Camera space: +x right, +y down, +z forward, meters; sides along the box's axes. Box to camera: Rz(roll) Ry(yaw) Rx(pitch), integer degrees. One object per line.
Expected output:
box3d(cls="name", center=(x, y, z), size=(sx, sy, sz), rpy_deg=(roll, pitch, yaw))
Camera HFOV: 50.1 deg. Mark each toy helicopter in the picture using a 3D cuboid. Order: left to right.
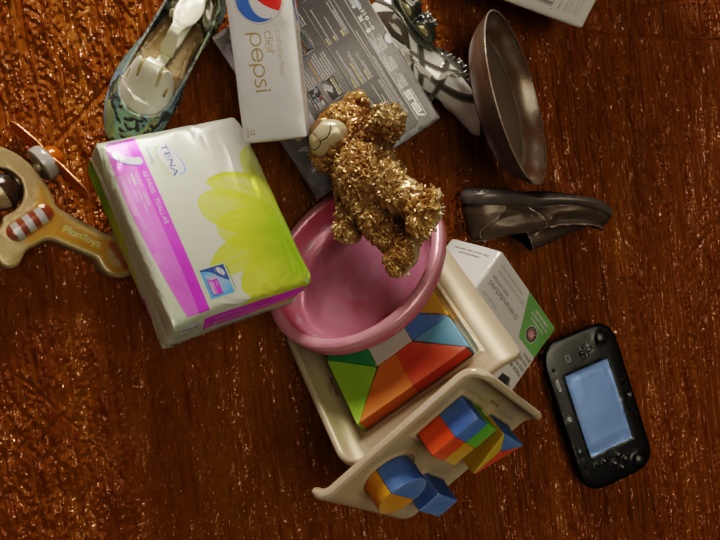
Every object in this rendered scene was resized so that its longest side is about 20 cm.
box3d(cls="toy helicopter", center=(-0.300, -0.056, 0.738), size=(0.200, 0.079, 0.133), rpy_deg=(29, 70, -29))

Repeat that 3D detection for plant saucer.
box3d(cls="plant saucer", center=(0.000, 0.000, 0.792), size=(0.201, 0.200, 0.051), rpy_deg=(-56, 138, -12))
box3d(cls="plant saucer", center=(0.166, -0.192, 0.875), size=(0.200, 0.032, 0.201), rpy_deg=(33, 51, -53))

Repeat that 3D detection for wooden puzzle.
box3d(cls="wooden puzzle", center=(0.032, 0.071, 0.776), size=(0.200, 0.185, 0.037), rpy_deg=(-33, 137, 3))
box3d(cls="wooden puzzle", center=(0.077, 0.185, 0.745), size=(0.200, 0.046, 0.185), rpy_deg=(-39, 146, 9))

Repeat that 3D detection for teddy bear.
box3d(cls="teddy bear", center=(0.006, -0.085, 0.725), size=(0.067, 0.145, 0.201), rpy_deg=(-13, 71, -30))

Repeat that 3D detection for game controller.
box3d(cls="game controller", center=(0.295, 0.171, 0.968), size=(0.104, 0.042, 0.201), rpy_deg=(-22, 97, -20))

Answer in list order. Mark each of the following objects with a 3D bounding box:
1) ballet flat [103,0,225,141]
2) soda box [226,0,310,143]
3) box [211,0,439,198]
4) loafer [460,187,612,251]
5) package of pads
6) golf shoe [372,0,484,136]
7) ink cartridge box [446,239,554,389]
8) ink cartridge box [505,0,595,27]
box3d(cls="ballet flat", center=(-0.198, -0.215, 0.769), size=(0.074, 0.074, 0.201), rpy_deg=(27, 80, -19))
box3d(cls="soda box", center=(-0.090, -0.228, 0.745), size=(0.063, 0.068, 0.201), rpy_deg=(-6, 103, 1))
box3d(cls="box", center=(-0.034, -0.201, 0.813), size=(0.158, 0.048, 0.200), rpy_deg=(-33, 101, 5))
box3d(cls="loafer", center=(0.209, -0.060, 0.929), size=(0.199, 0.073, 0.071), rpy_deg=(2, 99, -16))
box3d(cls="package of pads", center=(-0.151, -0.044, 0.742), size=(0.154, 0.068, 0.201), rpy_deg=(-19, 76, -32))
box3d(cls="golf shoe", center=(0.071, -0.221, 0.879), size=(0.094, 0.078, 0.200), rpy_deg=(-39, 106, 7))
box3d(cls="ink cartridge box", center=(0.104, 0.091, 0.852), size=(0.200, 0.084, 0.145), rpy_deg=(-52, 126, -14))
box3d(cls="ink cartridge box", center=(0.190, -0.386, 0.877), size=(0.199, 0.084, 0.146), rpy_deg=(13, 122, -21))
